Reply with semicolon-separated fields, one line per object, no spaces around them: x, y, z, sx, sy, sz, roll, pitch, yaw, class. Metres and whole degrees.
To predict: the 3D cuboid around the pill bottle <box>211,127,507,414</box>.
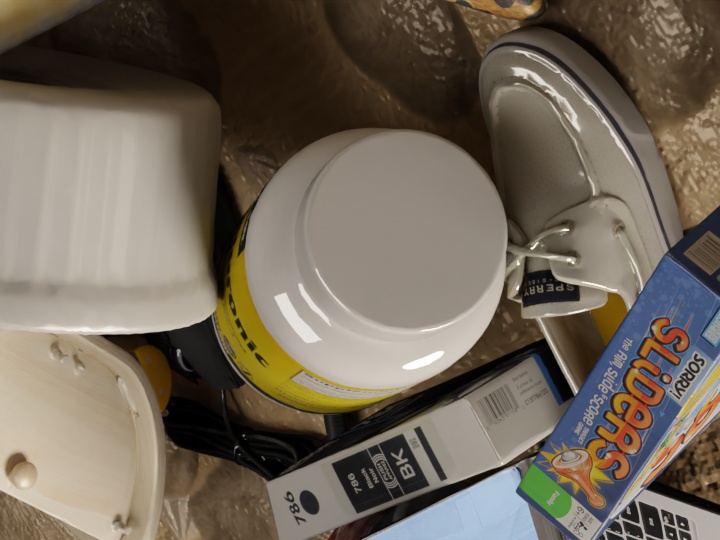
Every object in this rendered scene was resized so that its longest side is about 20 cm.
0.000;0.000;0.894;0.111;0.111;0.200;53;165;1;pill bottle

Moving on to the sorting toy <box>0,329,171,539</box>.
-0.217;0.058;1.096;0.180;0.107;0.200;10;162;39;sorting toy

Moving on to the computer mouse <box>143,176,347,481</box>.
-0.073;0.036;1.087;0.140;0.046;0.200;19;128;34;computer mouse

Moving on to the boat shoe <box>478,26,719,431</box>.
0.095;-0.005;0.889;0.071;0.070;0.200;-7;113;45;boat shoe

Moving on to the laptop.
0.096;0.183;0.942;0.200;0.116;0.187;18;146;31;laptop

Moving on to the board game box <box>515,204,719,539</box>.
0.146;0.002;0.749;0.034;0.200;0.135;40;138;14;board game box

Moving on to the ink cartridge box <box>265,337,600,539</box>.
0.027;0.083;0.988;0.200;0.099;0.039;-30;89;47;ink cartridge box

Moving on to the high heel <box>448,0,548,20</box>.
-0.029;-0.134;0.846;0.200;0.143;0.071;37;146;1;high heel

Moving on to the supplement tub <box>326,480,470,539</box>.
0.012;0.187;1.069;0.107;0.107;0.200;43;138;11;supplement tub

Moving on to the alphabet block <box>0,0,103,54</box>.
-0.185;-0.229;0.901;0.196;0.195;0.200;15;125;33;alphabet block

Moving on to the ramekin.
-0.155;-0.044;0.908;0.200;0.200;0.098;17;103;34;ramekin
